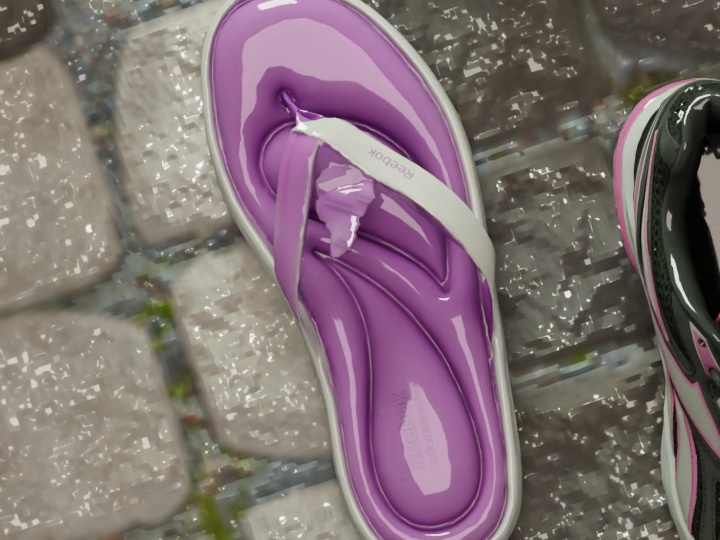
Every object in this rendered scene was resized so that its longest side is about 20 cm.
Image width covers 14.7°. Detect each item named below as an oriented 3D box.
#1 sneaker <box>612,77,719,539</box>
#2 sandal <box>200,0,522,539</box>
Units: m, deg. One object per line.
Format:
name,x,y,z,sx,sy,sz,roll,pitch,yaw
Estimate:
sneaker,0.125,0.033,0.874,0.080,0.086,0.201,-22,84,1
sandal,0.007,-0.003,0.900,0.082,0.050,0.204,-21,84,0
